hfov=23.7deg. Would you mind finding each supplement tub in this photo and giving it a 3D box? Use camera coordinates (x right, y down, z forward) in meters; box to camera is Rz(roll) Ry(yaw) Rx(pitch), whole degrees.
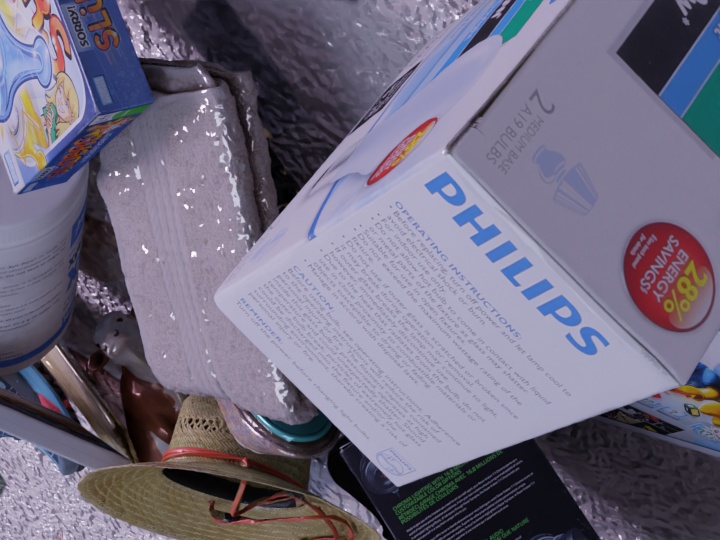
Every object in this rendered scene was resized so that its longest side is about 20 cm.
[{"bbox_3d":[-0.249,-0.028,1.133,0.132,0.132,0.200,35,148,8],"label":"supplement tub"}]

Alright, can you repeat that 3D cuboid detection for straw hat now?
[{"bbox_3d":[-0.078,0.122,1.125,0.200,0.085,0.201,9,157,4],"label":"straw hat"}]

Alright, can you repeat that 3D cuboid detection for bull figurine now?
[{"bbox_3d":[-0.135,0.110,1.233,0.121,0.065,0.200,44,158,30],"label":"bull figurine"}]

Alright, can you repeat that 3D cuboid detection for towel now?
[{"bbox_3d":[-0.087,-0.016,0.918,0.132,0.034,0.201,11,118,50],"label":"towel"}]

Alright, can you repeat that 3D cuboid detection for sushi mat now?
[{"bbox_3d":[-0.217,0.076,1.266,0.200,0.012,0.096,47,159,34],"label":"sushi mat"}]

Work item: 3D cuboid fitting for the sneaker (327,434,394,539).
[{"bbox_3d":[0.054,0.172,1.108,0.200,0.079,0.076,28,146,22],"label":"sneaker"}]

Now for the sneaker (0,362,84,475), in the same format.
[{"bbox_3d":[-0.300,0.095,1.360,0.200,0.095,0.079,51,169,-10],"label":"sneaker"}]

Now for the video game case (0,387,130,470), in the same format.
[{"bbox_3d":[-0.251,0.099,1.216,0.143,0.018,0.200,27,174,-21],"label":"video game case"}]

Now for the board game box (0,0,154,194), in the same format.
[{"bbox_3d":[-0.184,-0.156,0.920,0.135,0.034,0.201,-30,80,56],"label":"board game box"}]

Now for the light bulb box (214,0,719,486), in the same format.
[{"bbox_3d":[0.073,-0.036,0.717,0.125,0.198,0.200,44,147,-10],"label":"light bulb box"}]

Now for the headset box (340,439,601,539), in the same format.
[{"bbox_3d":[0.082,0.157,0.937,0.200,0.093,0.174,57,179,16],"label":"headset box"}]

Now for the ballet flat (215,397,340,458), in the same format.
[{"bbox_3d":[-0.064,0.068,1.052,0.200,0.068,0.067,-122,33,-50],"label":"ballet flat"}]

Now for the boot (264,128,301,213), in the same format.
[{"bbox_3d":[-0.040,-0.033,0.939,0.151,0.073,0.200,49,158,7],"label":"boot"}]

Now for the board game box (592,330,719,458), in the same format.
[{"bbox_3d":[0.142,0.031,0.881,0.199,0.035,0.127,15,139,36],"label":"board game box"}]
